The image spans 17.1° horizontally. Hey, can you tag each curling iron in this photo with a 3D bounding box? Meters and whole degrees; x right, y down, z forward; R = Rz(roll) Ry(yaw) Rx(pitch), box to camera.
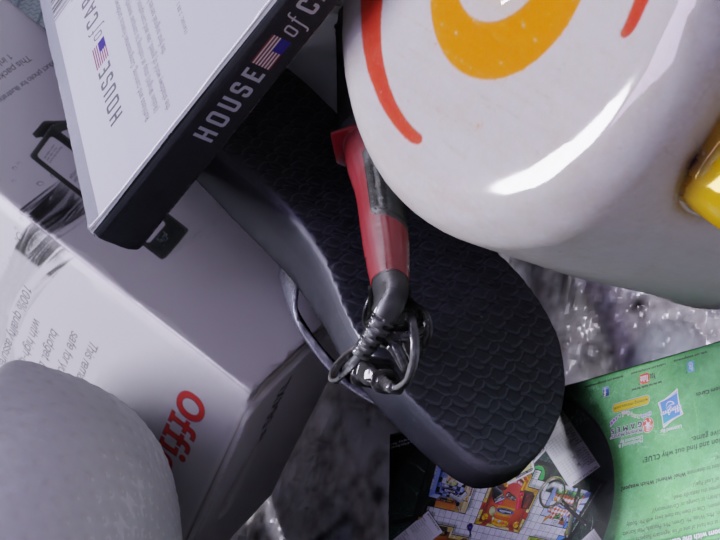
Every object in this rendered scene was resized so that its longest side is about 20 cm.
[{"bbox_3d":[0.000,-0.032,0.804,0.200,0.026,0.050,-97,26,-49],"label":"curling iron"}]

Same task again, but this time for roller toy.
[{"bbox_3d":[0.088,-0.084,0.748,0.182,0.140,0.200,-25,60,45],"label":"roller toy"}]

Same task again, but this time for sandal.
[{"bbox_3d":[0.000,0.000,0.834,0.200,0.076,0.043,51,139,28],"label":"sandal"}]

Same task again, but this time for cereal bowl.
[{"bbox_3d":[-0.105,0.135,0.797,0.200,0.083,0.200,14,-90,-86],"label":"cereal bowl"}]

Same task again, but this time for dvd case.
[{"bbox_3d":[-0.040,-0.124,0.810,0.200,0.025,0.150,-49,36,26],"label":"dvd case"}]

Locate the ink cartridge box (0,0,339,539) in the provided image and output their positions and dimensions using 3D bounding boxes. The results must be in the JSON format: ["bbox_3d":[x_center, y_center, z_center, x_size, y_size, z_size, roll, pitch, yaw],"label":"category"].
[{"bbox_3d":[-0.111,0.010,0.904,0.200,0.084,0.146,38,137,11],"label":"ink cartridge box"}]

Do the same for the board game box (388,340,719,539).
[{"bbox_3d":[0.080,0.087,0.796,0.200,0.023,0.105,-20,61,48],"label":"board game box"}]

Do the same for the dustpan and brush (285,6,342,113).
[{"bbox_3d":[-0.055,-0.066,0.921,0.140,0.200,0.057,-53,9,27],"label":"dustpan and brush"}]

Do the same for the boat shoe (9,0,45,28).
[{"bbox_3d":[-0.169,-0.116,1.133,0.200,0.073,0.067,-57,44,23],"label":"boat shoe"}]
